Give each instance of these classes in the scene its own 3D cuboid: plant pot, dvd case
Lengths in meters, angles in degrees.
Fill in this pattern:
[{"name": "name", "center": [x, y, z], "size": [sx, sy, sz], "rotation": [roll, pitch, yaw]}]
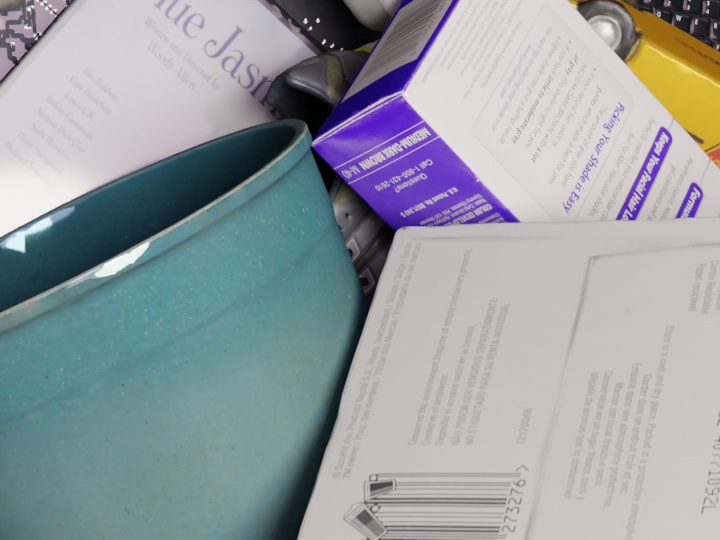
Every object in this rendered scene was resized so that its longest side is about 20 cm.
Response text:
[{"name": "plant pot", "center": [-0.070, 0.069, 0.830], "size": [0.200, 0.200, 0.188], "rotation": [-30, 103, -18]}, {"name": "dvd case", "center": [-0.096, -0.040, 0.932], "size": [0.143, 0.018, 0.200], "rotation": [41, 75, -11]}]

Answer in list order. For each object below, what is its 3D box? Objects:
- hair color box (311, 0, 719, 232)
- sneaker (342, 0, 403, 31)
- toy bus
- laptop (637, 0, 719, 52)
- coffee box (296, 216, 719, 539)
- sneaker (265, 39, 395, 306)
[{"name": "hair color box", "center": [0.084, -0.026, 0.874], "size": [0.200, 0.065, 0.109], "rotation": [44, 50, -17]}, {"name": "sneaker", "center": [-0.045, -0.180, 0.935], "size": [0.200, 0.082, 0.075], "rotation": [52, 29, -2]}, {"name": "toy bus", "center": [0.129, -0.071, 0.952], "size": [0.200, 0.065, 0.078], "rotation": [29, 109, -2]}, {"name": "laptop", "center": [0.217, -0.124, 0.996], "size": [0.177, 0.103, 0.200], "rotation": [9, 84, -17]}, {"name": "coffee box", "center": [0.109, 0.118, 0.767], "size": [0.198, 0.200, 0.200], "rotation": [65, 32, -41]}, {"name": "sneaker", "center": [0.000, 0.000, 0.909], "size": [0.081, 0.074, 0.200], "rotation": [-5, 83, -39]}]
